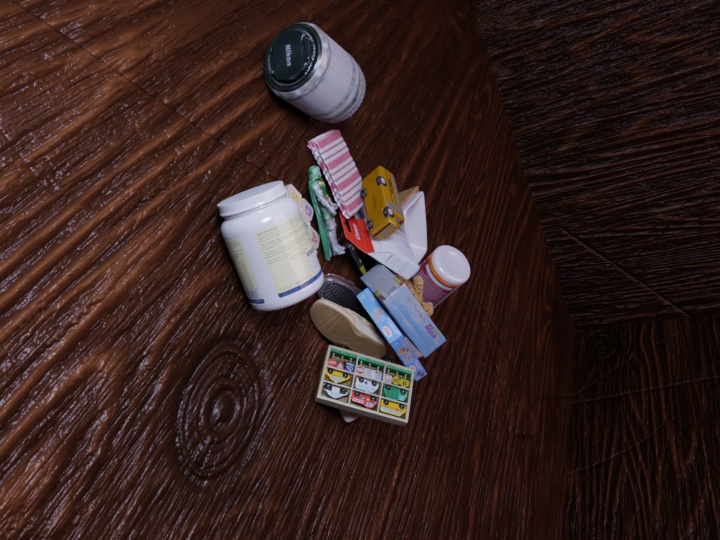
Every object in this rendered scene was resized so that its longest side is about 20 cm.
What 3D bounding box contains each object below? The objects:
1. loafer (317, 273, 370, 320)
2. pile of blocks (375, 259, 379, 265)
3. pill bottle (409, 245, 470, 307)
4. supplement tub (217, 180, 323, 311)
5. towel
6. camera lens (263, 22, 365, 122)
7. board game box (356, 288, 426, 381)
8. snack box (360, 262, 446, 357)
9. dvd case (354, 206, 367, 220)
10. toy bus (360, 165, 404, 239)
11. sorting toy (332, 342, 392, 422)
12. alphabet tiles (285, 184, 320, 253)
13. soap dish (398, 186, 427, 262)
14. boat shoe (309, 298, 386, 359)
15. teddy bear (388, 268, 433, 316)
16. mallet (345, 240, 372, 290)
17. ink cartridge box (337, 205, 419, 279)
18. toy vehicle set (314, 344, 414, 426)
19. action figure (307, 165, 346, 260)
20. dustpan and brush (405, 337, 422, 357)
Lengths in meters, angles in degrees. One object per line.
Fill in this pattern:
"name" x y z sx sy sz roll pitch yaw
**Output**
"loafer" -0.039 0.056 1.407 0.200 0.073 0.071 40 15 -51
"pile of blocks" 0.084 0.044 1.606 0.082 0.062 0.201 -44 128 -73
"pill bottle" 0.187 0.031 1.632 0.112 0.200 0.113 17 51 -22
"supplement tub" -0.161 -0.044 1.114 0.145 0.144 0.201 -46 121 -57
"towel" -0.048 -0.233 1.491 0.201 0.030 0.146 65 29 -13
"camera lens" -0.097 -0.420 1.343 0.200 0.159 0.161 15 67 -59
"board game box" 0.072 0.146 1.398 0.151 0.037 0.200 53 -2 39
"snack box" 0.091 0.083 1.397 0.169 0.068 0.200 53 -4 -20
"dvd case" 0.029 -0.148 1.635 0.200 0.022 0.147 -26 104 -62
"toy bus" 0.053 -0.158 1.488 0.078 0.065 0.201 29 37 -37
"sorting toy" 0.009 0.216 1.424 0.181 0.107 0.200 61 28 6
"alphabet tiles" -0.143 -0.078 1.298 0.196 0.015 0.201 49 40 -45
"soap dish" 0.115 -0.105 1.665 0.157 0.081 0.201 -48 139 -50
"boat shoe" -0.028 0.121 1.363 0.200 0.074 0.069 39 23 -21
"teddy bear" 0.110 0.075 1.540 0.145 0.067 0.201 -38 115 -29
"mallet" 0.000 0.000 1.475 0.200 0.041 0.066 53 41 -60
"ink cartridge box" 0.041 -0.081 1.480 0.200 0.047 0.160 34 22 -28
"toy vehicle set" 0.012 0.243 1.325 0.199 0.027 0.125 17 54 -9
"action figure" -0.078 -0.133 1.382 0.118 0.054 0.201 -84 157 -75
"dustpan and brush" 0.131 0.137 1.707 0.139 0.057 0.201 -6 93 -52
